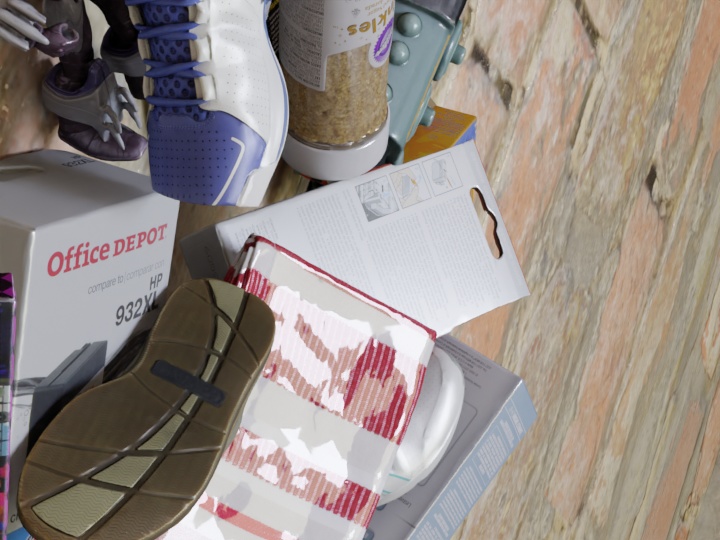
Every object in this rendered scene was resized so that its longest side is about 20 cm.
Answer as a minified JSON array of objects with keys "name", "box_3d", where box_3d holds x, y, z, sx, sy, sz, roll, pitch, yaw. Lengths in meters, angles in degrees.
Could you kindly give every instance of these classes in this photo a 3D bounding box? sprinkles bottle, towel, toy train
[{"name":"sprinkles bottle","box_3d":[-0.013,-0.140,1.116,0.201,0.068,0.068,93,22,-50]},{"name":"towel","box_3d":[-0.042,0.098,1.110,0.144,0.023,0.201,29,75,-30]},{"name":"toy train","box_3d":[0.017,-0.130,1.334,0.114,0.085,0.201,113,1,-71]}]

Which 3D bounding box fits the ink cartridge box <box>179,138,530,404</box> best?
[{"name":"ink cartridge box","box_3d":[0.000,0.000,1.196,0.199,0.050,0.110,-21,91,-35]}]

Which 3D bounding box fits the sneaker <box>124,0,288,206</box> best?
[{"name":"sneaker","box_3d":[-0.090,-0.135,0.957,0.115,0.080,0.201,7,91,-55]}]

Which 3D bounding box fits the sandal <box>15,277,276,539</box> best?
[{"name":"sandal","box_3d":[-0.103,0.079,1.008,0.200,0.080,0.054,-57,175,-48]}]

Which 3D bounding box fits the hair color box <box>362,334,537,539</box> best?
[{"name":"hair color box","box_3d":[0.010,0.133,1.235,0.200,0.099,0.061,-52,153,-14]}]

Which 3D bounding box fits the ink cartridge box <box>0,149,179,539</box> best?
[{"name":"ink cartridge box","box_3d":[-0.170,0.052,1.018,0.145,0.083,0.202,-23,126,-63]}]

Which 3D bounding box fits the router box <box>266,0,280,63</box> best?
[{"name":"router box","box_3d":[-0.060,-0.170,1.192,0.200,0.051,0.150,-55,149,-42]}]

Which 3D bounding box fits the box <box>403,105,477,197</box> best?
[{"name":"box","box_3d":[0.028,-0.020,1.445,0.200,0.041,0.120,-53,151,-49]}]

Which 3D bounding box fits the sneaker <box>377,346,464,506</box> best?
[{"name":"sneaker","box_3d":[-0.021,0.108,1.169,0.200,0.070,0.080,-39,137,-12]}]

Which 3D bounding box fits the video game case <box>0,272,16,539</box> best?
[{"name":"video game case","box_3d":[-0.230,0.096,0.794,0.036,0.180,0.201,-118,-149,-66]}]

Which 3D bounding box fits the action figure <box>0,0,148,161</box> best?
[{"name":"action figure","box_3d":[-0.139,-0.145,0.996,0.130,0.069,0.200,-55,148,-24]}]

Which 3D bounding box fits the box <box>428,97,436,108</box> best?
[{"name":"box","box_3d":[-0.002,-0.050,1.448,0.201,0.032,0.121,-71,159,-9]}]
